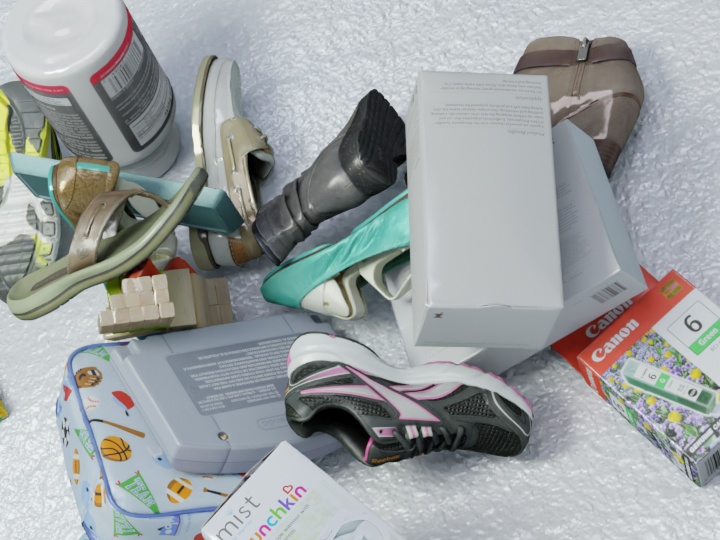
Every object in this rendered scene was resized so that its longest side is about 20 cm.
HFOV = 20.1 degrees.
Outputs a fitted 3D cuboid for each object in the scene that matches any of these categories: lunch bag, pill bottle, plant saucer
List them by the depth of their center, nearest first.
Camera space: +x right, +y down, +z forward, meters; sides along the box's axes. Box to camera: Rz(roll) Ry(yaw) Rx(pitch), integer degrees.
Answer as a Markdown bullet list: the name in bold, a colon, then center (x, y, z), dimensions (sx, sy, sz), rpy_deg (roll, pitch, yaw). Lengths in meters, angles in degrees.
- **lunch bag**: center (-0.152, 0.144, 1.614), dimensions (0.160, 0.076, 0.200), rpy_deg (-1, 45, -25)
- **plant saucer**: center (-0.200, -0.064, 1.715), dimensions (0.199, 0.070, 0.019), rpy_deg (12, 71, 17)
- **pill bottle**: center (-0.226, -0.159, 1.772), dimensions (0.110, 0.200, 0.111), rpy_deg (-7, 59, 12)

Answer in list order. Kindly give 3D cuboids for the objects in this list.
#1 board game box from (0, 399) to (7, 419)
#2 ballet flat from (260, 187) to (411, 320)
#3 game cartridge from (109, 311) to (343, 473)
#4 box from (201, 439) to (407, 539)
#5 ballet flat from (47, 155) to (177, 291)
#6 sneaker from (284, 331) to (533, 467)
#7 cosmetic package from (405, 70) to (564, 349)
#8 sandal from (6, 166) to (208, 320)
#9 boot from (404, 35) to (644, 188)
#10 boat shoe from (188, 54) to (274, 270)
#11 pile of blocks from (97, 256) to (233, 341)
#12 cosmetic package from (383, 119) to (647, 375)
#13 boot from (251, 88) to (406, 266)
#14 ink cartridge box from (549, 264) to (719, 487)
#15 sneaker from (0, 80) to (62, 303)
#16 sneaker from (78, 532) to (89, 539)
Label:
- **board game box**: center (-0.391, 0.075, 1.793), dimensions (0.095, 0.030, 0.200), rpy_deg (-31, 55, -3)
- **ballet flat**: center (0.000, 0.000, 1.647), dimensions (0.200, 0.067, 0.071), rpy_deg (-31, 67, 28)
- **game cartridge**: center (-0.086, 0.099, 1.617), dimensions (0.199, 0.041, 0.133), rpy_deg (-8, 45, -35)
- **box**: center (-0.003, 0.245, 1.472), dimensions (0.176, 0.200, 0.097), rpy_deg (36, 75, 31)
- **ballet flat**: center (-0.195, -0.032, 1.690), dimensions (0.072, 0.200, 0.068), rpy_deg (-7, 55, 11)
- **sneaker**: center (0.032, 0.120, 1.578), dimensions (0.199, 0.081, 0.087), rpy_deg (12, 49, 4)
- **cosmetic package**: center (0.092, -0.047, 1.550), dimensions (0.107, 0.085, 0.201), rpy_deg (3, 66, -6)
- **sandal**: center (-0.206, -0.026, 1.591), dimensions (0.200, 0.057, 0.080), rpy_deg (-29, 15, 18)
- **boot**: center (0.143, -0.133, 1.730), dimensions (0.199, 0.070, 0.147), rpy_deg (-1, 56, 14)
- **boat shoe**: center (-0.109, -0.097, 1.781), dimensions (0.068, 0.075, 0.201), rpy_deg (-6, 70, 12)
- **pile of blocks**: center (-0.164, 0.021, 1.646), dimensions (0.082, 0.200, 0.062), rpy_deg (-11, 81, 15)
- **cosmetic package**: center (0.117, -0.006, 1.630), dimensions (0.200, 0.052, 0.151), rpy_deg (-31, 56, 24)
- **boot**: center (-0.027, -0.080, 1.709), dimensions (0.131, 0.200, 0.070), rpy_deg (-36, 95, 20)
- **ink cartridge box**: center (0.234, 0.063, 1.592), dimensions (0.109, 0.050, 0.200), rpy_deg (-41, 59, -9)
- **sneaker**: center (-0.294, -0.066, 1.820), dimensions (0.074, 0.085, 0.201), rpy_deg (1, 82, 9)
- **sneaker**: center (-0.191, 0.224, 1.610), dimensions (0.074, 0.082, 0.201), rpy_deg (6, 60, 19)
